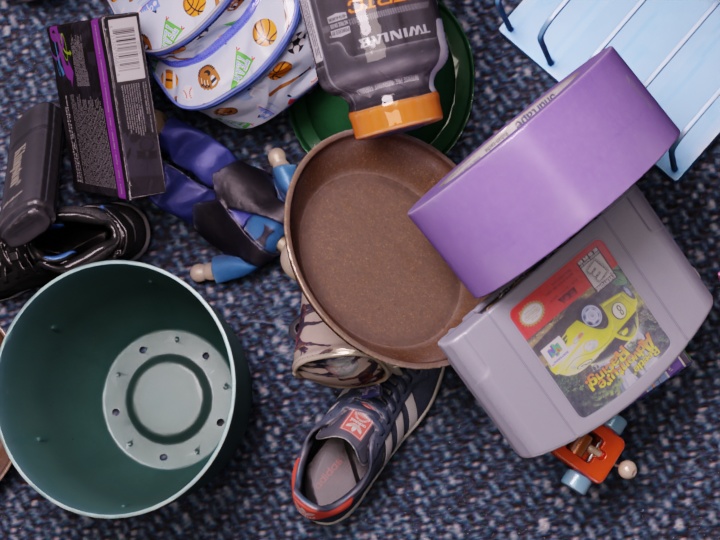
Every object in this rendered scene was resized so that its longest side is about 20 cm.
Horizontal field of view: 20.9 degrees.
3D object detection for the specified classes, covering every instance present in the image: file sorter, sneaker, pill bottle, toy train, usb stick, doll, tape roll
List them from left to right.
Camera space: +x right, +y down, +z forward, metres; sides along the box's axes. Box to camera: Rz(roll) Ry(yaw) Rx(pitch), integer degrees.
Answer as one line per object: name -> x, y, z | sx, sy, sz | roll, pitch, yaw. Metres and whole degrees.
sneaker -> -0.286, -0.020, 1.655 | 0.199, 0.112, 0.073 | -15, 88, 9
usb stick -> -0.276, -0.083, 1.637 | 0.055, 0.200, 0.033 | -32, 119, 12
doll -> -0.112, -0.051, 1.660 | 0.200, 0.048, 0.137 | 33, 99, 15
sneaker -> 0.007, 0.119, 1.598 | 0.075, 0.085, 0.201 | 27, 89, 13
pill bottle -> 0.007, -0.203, 1.499 | 0.106, 0.106, 0.201 | -14, 92, 9
tape roll -> 0.137, -0.074, 1.469 | 0.200, 0.200, 0.085 | -40, 93, 4
toy train -> 0.180, 0.067, 1.549 | 0.150, 0.056, 0.201 | 30, 85, -16
file sorter -> 0.224, -0.196, 1.575 | 0.200, 0.123, 0.139 | 42, 92, 13

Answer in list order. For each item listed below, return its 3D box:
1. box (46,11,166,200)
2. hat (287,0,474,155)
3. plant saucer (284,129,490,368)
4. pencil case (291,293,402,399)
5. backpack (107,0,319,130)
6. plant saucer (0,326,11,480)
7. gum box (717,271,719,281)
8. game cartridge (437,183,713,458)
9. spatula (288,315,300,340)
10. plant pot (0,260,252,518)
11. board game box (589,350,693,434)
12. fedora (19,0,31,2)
box -> -0.209, -0.135, 1.592 | 0.036, 0.200, 0.144 | -11, 99, -21
hat -> 0.005, -0.182, 1.586 | 0.165, 0.176, 0.201 | 1, 83, 9
plant saucer -> 0.022, -0.013, 1.523 | 0.200, 0.037, 0.201 | 14, 62, -27
pencil case -> 0.000, 0.000, 1.586 | 0.089, 0.078, 0.201 | 4, 62, 6
backpack -> -0.107, -0.219, 1.589 | 0.200, 0.154, 0.191 | -42, 66, 26
plant saucer -> -0.378, 0.118, 1.697 | 0.199, 0.037, 0.202 | -1, 85, 11
gum box -> 0.384, 0.033, 1.544 | 0.113, 0.066, 0.200 | -42, 77, 4
game cartridge -> 0.172, 0.045, 1.499 | 0.200, 0.041, 0.133 | -40, 107, -10
spatula -> 0.022, 0.000, 1.641 | 0.199, 0.021, 0.057 | -33, 82, 6
plant pot -> -0.178, 0.101, 1.597 | 0.199, 0.161, 0.202 | -1, 83, 11
board game box -> 0.159, 0.031, 1.593 | 0.135, 0.034, 0.200 | -35, 85, 5
fedora -> -0.275, -0.296, 1.686 | 0.200, 0.177, 0.090 | -34, 112, 25
